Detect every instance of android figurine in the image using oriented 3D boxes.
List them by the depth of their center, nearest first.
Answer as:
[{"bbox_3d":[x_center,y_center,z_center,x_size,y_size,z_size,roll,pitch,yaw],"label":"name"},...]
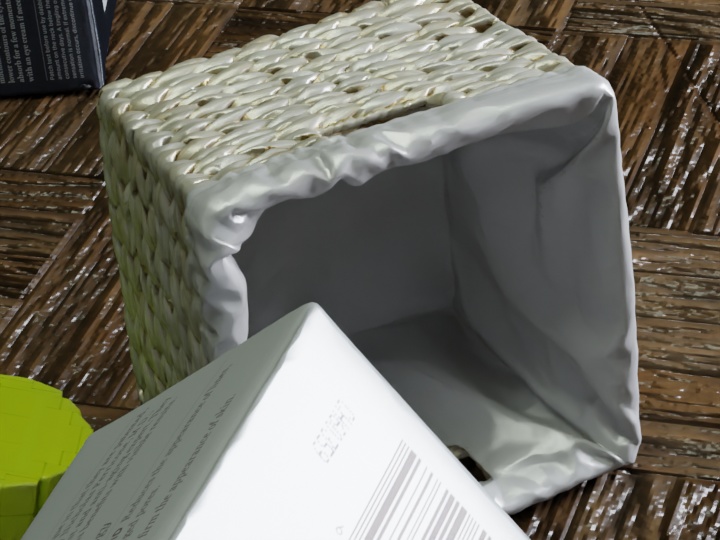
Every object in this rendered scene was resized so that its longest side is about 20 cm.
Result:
[{"bbox_3d":[-0.205,0.079,1.260,0.199,0.041,0.182,11,19,-6],"label":"android figurine"}]

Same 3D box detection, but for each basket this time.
[{"bbox_3d":[0.000,0.000,1.244,0.197,0.201,0.161,-19,33,-20],"label":"basket"}]

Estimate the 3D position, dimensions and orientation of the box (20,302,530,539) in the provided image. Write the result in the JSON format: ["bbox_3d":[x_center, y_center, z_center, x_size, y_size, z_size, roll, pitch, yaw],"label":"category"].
[{"bbox_3d":[-0.028,0.157,0.975,0.131,0.199,0.200,-33,16,36],"label":"box"}]

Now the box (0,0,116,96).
[{"bbox_3d":[-0.247,-0.177,1.645,0.199,0.105,0.148,-4,33,4],"label":"box"}]
